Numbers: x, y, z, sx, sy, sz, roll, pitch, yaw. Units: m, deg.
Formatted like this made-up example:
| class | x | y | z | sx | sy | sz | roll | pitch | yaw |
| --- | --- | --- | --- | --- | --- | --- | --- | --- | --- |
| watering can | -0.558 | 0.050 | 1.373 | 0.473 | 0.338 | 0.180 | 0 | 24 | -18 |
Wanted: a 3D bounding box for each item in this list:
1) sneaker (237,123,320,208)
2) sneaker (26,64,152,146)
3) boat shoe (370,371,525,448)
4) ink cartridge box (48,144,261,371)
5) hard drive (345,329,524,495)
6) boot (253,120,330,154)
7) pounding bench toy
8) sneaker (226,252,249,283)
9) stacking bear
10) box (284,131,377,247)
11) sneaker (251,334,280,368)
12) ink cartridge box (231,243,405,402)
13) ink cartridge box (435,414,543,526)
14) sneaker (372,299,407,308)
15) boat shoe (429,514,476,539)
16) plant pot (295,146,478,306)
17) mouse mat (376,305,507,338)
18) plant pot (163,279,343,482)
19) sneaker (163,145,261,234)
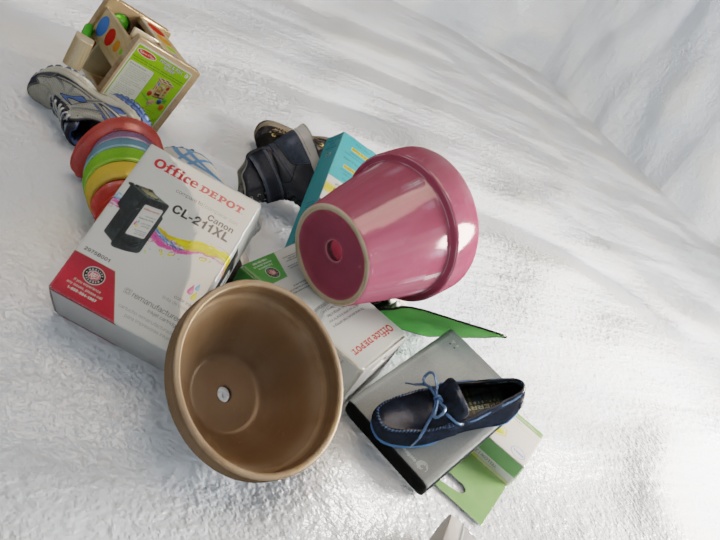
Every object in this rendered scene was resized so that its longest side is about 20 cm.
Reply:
| class | x | y | z | sx | sy | sz | roll | pitch | yaw |
| --- | --- | --- | --- | --- | --- | --- | --- | --- | --- |
| sneaker | -0.113 | -0.108 | 1.252 | 0.204 | 0.145 | 0.077 | 66 | -15 | -17 |
| sneaker | -0.400 | -0.224 | 1.119 | 0.198 | 0.077 | 0.086 | 22 | 58 | 15 |
| boat shoe | 0.105 | 0.154 | 0.947 | 0.198 | 0.069 | 0.085 | -12 | 55 | -25 |
| ink cartridge box | -0.219 | -0.015 | 0.865 | 0.145 | 0.083 | 0.201 | 28 | 63 | -2 |
| hard drive | 0.096 | 0.172 | 0.999 | 0.199 | 0.033 | 0.140 | -29 | 65 | -37 |
| boot | -0.097 | -0.188 | 1.391 | 0.198 | 0.074 | 0.151 | 21 | 29 | -15 |
| pounding bench toy | -0.383 | -0.339 | 1.221 | 0.199 | 0.124 | 0.156 | 22 | 25 | -53 |
| sneaker | -0.235 | -0.059 | 1.037 | 0.111 | 0.073 | 0.200 | -4 | 47 | -52 |
| stacking bear | -0.297 | -0.093 | 0.996 | 0.120 | 0.114 | 0.201 | 16 | 37 | -30 |
| box | -0.040 | -0.102 | 1.200 | 0.082 | 0.049 | 0.202 | 30 | 68 | -30 |
| sneaker | -0.145 | 0.071 | 0.925 | 0.199 | 0.080 | 0.079 | 30 | 28 | -3 |
| ink cartridge box | -0.059 | 0.068 | 1.012 | 0.200 | 0.083 | 0.146 | 40 | 27 | 13 |
| ink cartridge box | 0.147 | 0.221 | 1.031 | 0.145 | 0.048 | 0.200 | 40 | 26 | 13 |
| sneaker | 0.000 | 0.000 | 1.148 | 0.199 | 0.075 | 0.082 | 37 | 55 | -29 |
| boat shoe | 0.087 | 0.327 | 0.785 | 0.068 | 0.072 | 0.200 | 35 | 19 | 3 |
| plant pot | 0.022 | -0.043 | 1.005 | 0.178 | 0.201 | 0.200 | -23 | 59 | -43 |
| mouse mat | 0.086 | 0.073 | 1.100 | 0.159 | 0.008 | 0.199 | 18 | -13 | -27 |
| plant pot | -0.122 | 0.119 | 0.816 | 0.199 | 0.092 | 0.203 | 19 | 60 | -36 |
| sneaker | -0.229 | -0.111 | 1.134 | 0.199 | 0.072 | 0.072 | 38 | 35 | 14 |
